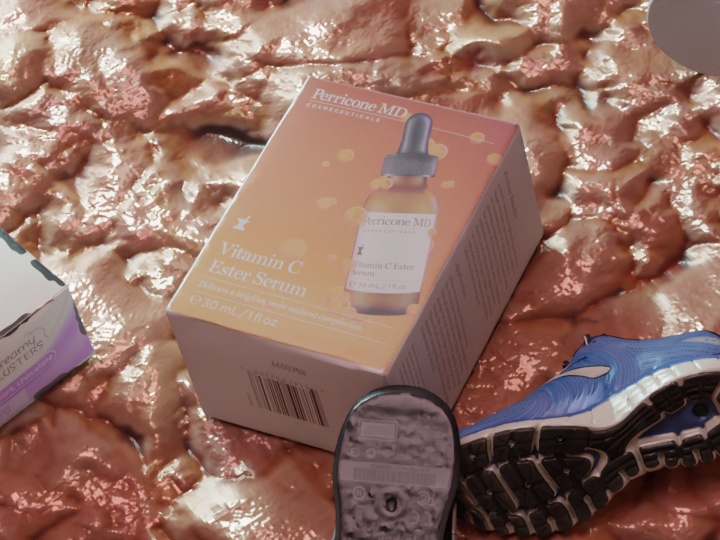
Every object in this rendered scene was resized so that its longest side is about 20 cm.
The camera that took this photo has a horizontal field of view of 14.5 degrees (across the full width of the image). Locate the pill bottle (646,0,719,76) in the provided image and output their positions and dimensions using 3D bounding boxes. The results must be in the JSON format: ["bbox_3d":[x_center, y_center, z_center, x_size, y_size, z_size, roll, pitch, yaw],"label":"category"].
[{"bbox_3d":[0.250,-0.232,1.843,0.115,0.116,0.200,4,52,17],"label":"pill bottle"}]

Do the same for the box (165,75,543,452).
[{"bbox_3d":[0.000,0.000,1.719,0.152,0.107,0.200,14,56,24],"label":"box"}]

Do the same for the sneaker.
[{"bbox_3d":[0.133,0.090,1.644,0.199,0.079,0.089,-19,26,6],"label":"sneaker"}]

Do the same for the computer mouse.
[{"bbox_3d":[-0.010,0.167,1.601,0.140,0.046,0.201,-2,77,9],"label":"computer mouse"}]

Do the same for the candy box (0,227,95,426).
[{"bbox_3d":[-0.295,0.031,1.789,0.168,0.072,0.200,-38,52,-18],"label":"candy box"}]
